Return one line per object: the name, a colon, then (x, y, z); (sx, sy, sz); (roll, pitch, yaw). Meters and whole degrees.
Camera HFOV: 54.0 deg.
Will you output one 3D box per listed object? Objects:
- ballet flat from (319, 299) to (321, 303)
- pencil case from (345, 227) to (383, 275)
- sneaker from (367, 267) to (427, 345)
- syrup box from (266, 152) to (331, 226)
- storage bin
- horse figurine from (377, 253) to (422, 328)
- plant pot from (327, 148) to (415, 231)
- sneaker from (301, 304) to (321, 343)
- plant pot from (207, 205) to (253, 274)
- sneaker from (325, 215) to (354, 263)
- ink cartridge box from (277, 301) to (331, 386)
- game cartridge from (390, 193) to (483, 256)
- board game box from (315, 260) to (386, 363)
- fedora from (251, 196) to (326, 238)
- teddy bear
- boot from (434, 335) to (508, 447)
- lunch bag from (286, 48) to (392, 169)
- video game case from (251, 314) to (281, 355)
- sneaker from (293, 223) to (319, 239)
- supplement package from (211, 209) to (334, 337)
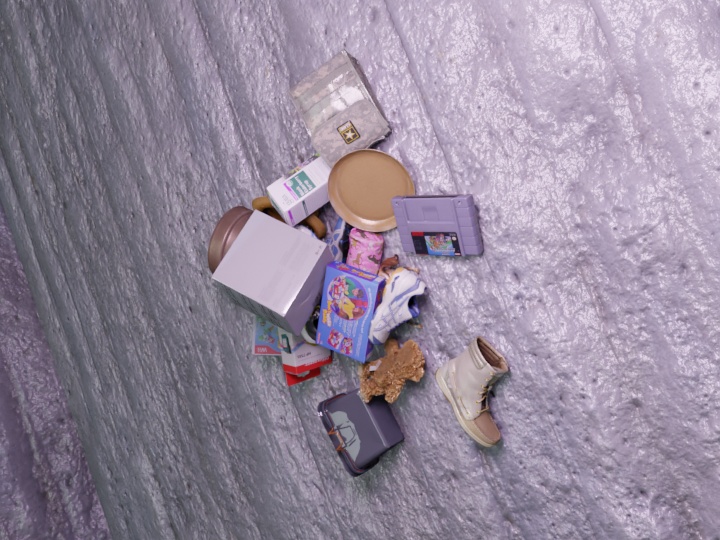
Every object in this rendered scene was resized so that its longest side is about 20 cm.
ballet flat: (-0.050, 0.107, 1.732); (0.070, 0.070, 0.203); (-18, 92, 45)
pencil case: (0.000, 0.000, 1.650); (0.083, 0.085, 0.203); (-116, 34, -60)
sneaker: (0.080, 0.096, 1.551); (0.087, 0.075, 0.202); (29, 122, 14)
syrup box: (-0.110, -0.197, 1.618); (0.079, 0.199, 0.082); (50, 167, 22)
storage bin: (0.003, 0.376, 1.718); (0.134, 0.145, 0.202); (-38, 74, 32)
horse figurine: (0.075, 0.056, 1.613); (0.131, 0.050, 0.203); (4, 106, 38)
plant pot: (0.025, -0.179, 1.552); (0.197, 0.028, 0.203); (7, 125, 11)
sneaker: (-0.131, 0.088, 1.721); (0.084, 0.075, 0.201); (-11, 119, 50)
plant pot: (-0.274, -0.049, 1.853); (0.172, 0.200, 0.203); (19, 116, 18)
sneaker: (-0.052, -0.065, 1.685); (0.076, 0.075, 0.203); (28, 119, 31)
ink cartridge box: (-0.142, 0.190, 1.811); (0.067, 0.115, 0.203); (2, 103, 51)
game cartridge: (0.158, -0.094, 1.480); (0.198, 0.038, 0.132); (4, 114, 42)
board game box: (-0.025, 0.095, 1.621); (0.133, 0.045, 0.203); (19, 114, 21)
fedora: (-0.168, -0.149, 1.747); (0.199, 0.200, 0.083); (-3, 57, 45)
teddy bear: (0.070, 0.233, 1.633); (0.200, 0.066, 0.146); (-42, 40, 20)
boot: (0.258, 0.254, 1.473); (0.155, 0.072, 0.201); (-48, 67, 38)
lunch bag: (-0.041, -0.343, 1.540); (0.163, 0.117, 0.202); (-30, 83, 17)
video game case: (-0.213, 0.131, 1.868); (0.017, 0.140, 0.203); (-109, 23, -68)
sneaker: (-0.133, -0.022, 1.741); (0.071, 0.073, 0.202); (10, 130, 27)
supplement package: (-0.191, 0.008, 1.612); (0.198, 0.193, 0.147); (25, 162, 18)
